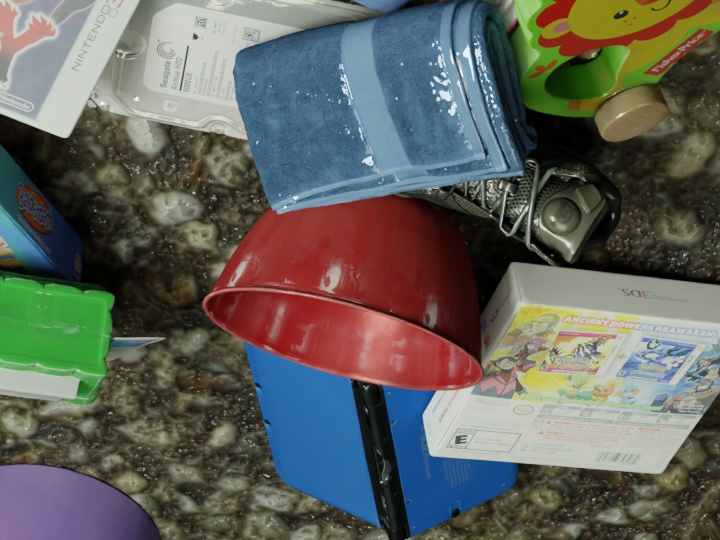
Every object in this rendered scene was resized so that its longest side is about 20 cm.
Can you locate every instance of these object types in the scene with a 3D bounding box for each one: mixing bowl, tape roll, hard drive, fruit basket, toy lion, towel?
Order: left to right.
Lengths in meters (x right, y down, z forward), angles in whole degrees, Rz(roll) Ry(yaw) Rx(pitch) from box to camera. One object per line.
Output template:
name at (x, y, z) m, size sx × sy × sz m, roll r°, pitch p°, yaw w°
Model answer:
fruit basket at (-0.260, 0.058, 1.584) m, size 0.184 × 0.094 × 0.200 m, roll 10°, pitch 162°, yaw -25°
tape roll at (-0.274, 0.260, 1.867) m, size 0.199 × 0.085 × 0.201 m, roll 5°, pitch 137°, yaw 4°
hard drive at (-0.075, -0.147, 1.440) m, size 0.199 × 0.038 × 0.140 m, roll 12°, pitch 137°, yaw -4°
mixing bowl at (0.000, 0.000, 1.510) m, size 0.199 × 0.109 × 0.200 m, roll 14°, pitch 165°, yaw 4°
towel at (0.010, -0.101, 1.355) m, size 0.199 × 0.048 × 0.112 m, roll -7°, pitch 107°, yaw 39°
toy lion at (0.160, -0.159, 1.309) m, size 0.191 × 0.069 × 0.200 m, roll 2°, pitch 149°, yaw -43°

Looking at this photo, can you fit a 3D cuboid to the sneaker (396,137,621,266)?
sneaker at (0.089, -0.062, 1.431) m, size 0.198 × 0.114 × 0.077 m, roll 19°, pitch 98°, yaw -24°

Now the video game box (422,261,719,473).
video game box at (0.168, 0.075, 1.602) m, size 0.199 × 0.047 × 0.183 m, roll 6°, pitch 140°, yaw -21°

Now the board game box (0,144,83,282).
board game box at (-0.297, -0.034, 1.535) m, size 0.151 × 0.045 × 0.200 m, roll -3°, pitch 159°, yaw 11°

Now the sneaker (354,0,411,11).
sneaker at (-0.022, -0.238, 1.301) m, size 0.200 × 0.070 × 0.078 m, roll 40°, pitch 134°, yaw -21°

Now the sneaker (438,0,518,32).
sneaker at (0.082, -0.213, 1.323) m, size 0.088 × 0.082 × 0.200 m, roll 31°, pitch 137°, yaw -4°

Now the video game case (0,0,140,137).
video game case at (-0.226, -0.192, 1.330) m, size 0.199 × 0.023 × 0.183 m, roll 21°, pitch 110°, yaw -28°

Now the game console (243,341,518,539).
game console at (0.019, 0.106, 1.711) m, size 0.170 × 0.119 × 0.201 m, roll -24°, pitch 138°, yaw -13°
